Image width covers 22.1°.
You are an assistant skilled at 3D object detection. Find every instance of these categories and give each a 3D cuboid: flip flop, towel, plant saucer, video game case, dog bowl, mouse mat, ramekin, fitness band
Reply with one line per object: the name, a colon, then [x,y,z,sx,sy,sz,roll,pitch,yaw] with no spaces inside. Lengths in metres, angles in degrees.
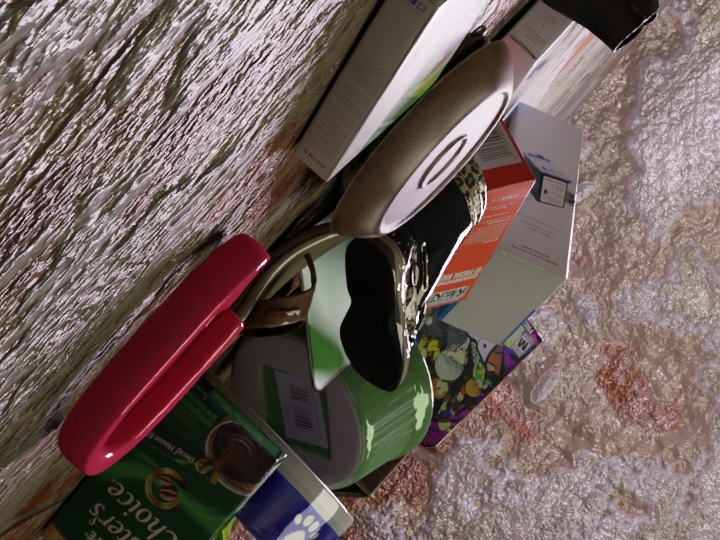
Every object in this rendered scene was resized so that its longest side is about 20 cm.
flip flop: [-0.080,0.037,1.554,0.200,0.058,0.081,-46,172,-9]
towel: [0.050,-0.122,1.577,0.171,0.048,0.200,-45,175,-4]
plant saucer: [0.056,-0.094,1.443,0.200,0.032,0.200,-46,171,-9]
video game case: [0.077,0.057,1.999,0.181,0.201,0.036,-41,-169,-21]
dog bowl: [-0.102,0.191,1.728,0.079,0.200,0.200,-45,175,-7]
mouse mat: [0.000,0.000,1.706,0.200,0.007,0.162,-41,134,-49]
ramekin: [-0.035,0.118,1.828,0.097,0.200,0.200,-33,166,-43]
fitness band: [-0.136,0.058,1.299,0.200,0.037,0.144,-49,173,-5]

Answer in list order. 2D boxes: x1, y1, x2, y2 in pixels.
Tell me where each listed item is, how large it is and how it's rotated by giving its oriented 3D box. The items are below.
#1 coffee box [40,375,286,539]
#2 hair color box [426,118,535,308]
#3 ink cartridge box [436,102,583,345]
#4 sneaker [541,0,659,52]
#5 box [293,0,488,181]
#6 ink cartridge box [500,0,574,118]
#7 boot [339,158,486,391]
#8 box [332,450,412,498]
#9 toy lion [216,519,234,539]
coffee box: [-0.172,0.196,1.612,0.200,0.123,0.044,-48,176,11]
hair color box: [0.087,-0.064,1.786,0.063,0.111,0.201,-13,150,-27]
ink cartridge box: [0.156,-0.048,1.917,0.147,0.085,0.201,129,-24,-50]
sneaker: [0.251,-0.287,1.696,0.200,0.106,0.075,-47,175,-22]
box: [0.040,-0.159,1.238,0.144,0.036,0.200,-45,175,-37]
ink cartridge box: [0.124,-0.172,1.832,0.176,0.045,0.200,-46,175,-32]
boot: [0.052,0.003,1.669,0.154,0.073,0.205,-46,153,-32]
box: [-0.007,0.126,2.067,0.200,0.164,0.166,-46,-169,-18]
toy lion: [-0.161,0.240,1.973,0.192,0.068,0.202,-29,125,-73]
